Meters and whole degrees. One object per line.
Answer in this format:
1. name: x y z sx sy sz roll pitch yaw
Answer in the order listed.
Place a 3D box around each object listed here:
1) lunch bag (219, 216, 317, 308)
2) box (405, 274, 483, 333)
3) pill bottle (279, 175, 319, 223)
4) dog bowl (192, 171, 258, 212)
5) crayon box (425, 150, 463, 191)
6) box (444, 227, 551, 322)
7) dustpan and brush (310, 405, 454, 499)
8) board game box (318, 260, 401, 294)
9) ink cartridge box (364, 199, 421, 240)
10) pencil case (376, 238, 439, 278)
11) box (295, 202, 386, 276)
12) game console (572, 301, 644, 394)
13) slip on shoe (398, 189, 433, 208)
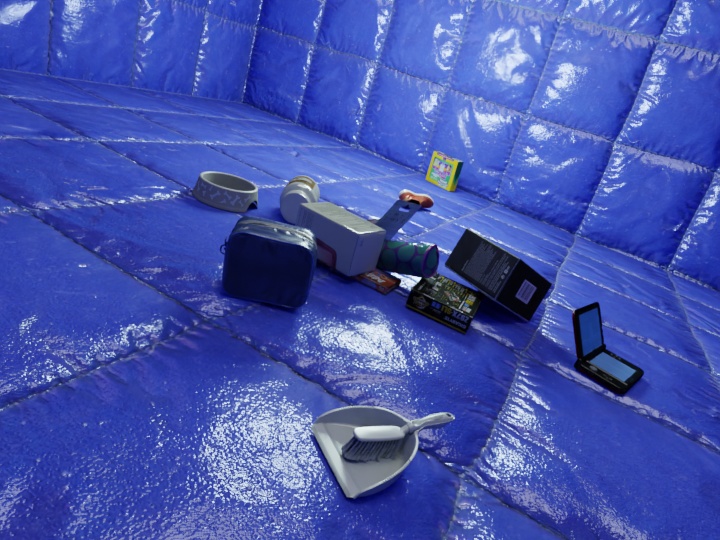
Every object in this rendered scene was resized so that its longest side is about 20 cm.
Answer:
1. lunch bag: -0.186 -0.023 1.044 0.194 0.139 0.133 14 19 -7
2. box: 0.211 0.071 1.278 0.157 0.050 0.200 26 21 13
3. pill bottle: -0.185 -0.211 1.568 0.111 0.117 0.201 16 20 -5
4. dog bowl: -0.392 -0.236 1.537 0.195 0.060 0.201 17 20 -6
5. crayon box: 0.483 -0.573 3.007 0.057 0.177 0.199 -6 30 -41
6. box: 0.362 0.012 1.376 0.198 0.126 0.196 27 8 -42
7. dustpan and brush: 0.047 0.226 0.711 0.195 0.059 0.140 6 23 -32
8. board game box: 0.000 0.000 1.322 0.196 0.020 0.102 26 22 19
9. ink cartridge box: 0.057 -0.123 1.405 0.057 0.201 0.161 47 22 21
10. pencil case: 0.110 -0.035 1.333 0.197 0.088 0.091 11 29 43
11. box: -0.055 -0.083 1.299 0.197 0.112 0.127 29 23 29
12. game console: 0.585 0.176 1.226 0.171 0.122 0.197 32 25 35
13. slip on shoe: 0.244 -0.295 2.253 0.196 0.074 0.063 9 55 -41
